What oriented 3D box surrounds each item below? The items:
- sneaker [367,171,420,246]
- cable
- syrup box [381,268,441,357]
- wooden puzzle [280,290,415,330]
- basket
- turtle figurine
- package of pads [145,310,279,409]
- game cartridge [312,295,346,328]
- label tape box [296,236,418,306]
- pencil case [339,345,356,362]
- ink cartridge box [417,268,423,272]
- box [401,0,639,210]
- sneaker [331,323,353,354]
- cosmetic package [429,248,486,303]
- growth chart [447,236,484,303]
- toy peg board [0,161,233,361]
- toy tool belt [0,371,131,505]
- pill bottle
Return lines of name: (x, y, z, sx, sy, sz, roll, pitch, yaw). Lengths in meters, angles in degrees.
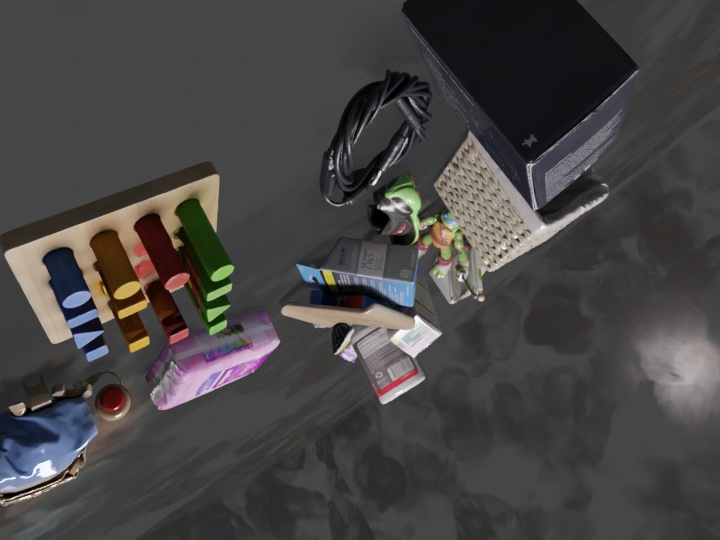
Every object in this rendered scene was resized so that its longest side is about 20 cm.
sneaker: (0.050, -0.091, 0.903, 0.081, 0.079, 0.201, -16, 160, 0)
cable: (0.025, -0.156, 0.680, 0.160, 0.051, 0.201, -30, 162, -21)
syrup box: (0.096, 0.068, 1.175, 0.081, 0.203, 0.079, 36, 116, -27)
wooden puzzle: (-0.018, 0.072, 1.038, 0.194, 0.048, 0.184, -2, 166, 30)
basket: (0.262, -0.138, 0.952, 0.194, 0.204, 0.162, -23, 163, -33)
turtle figurine: (0.138, -0.030, 1.107, 0.138, 0.208, 0.195, 2, 164, -2)
package of pads: (-0.238, 0.142, 0.925, 0.197, 0.077, 0.120, -16, 158, -49)
game cartridge: (-0.014, 0.041, 1.178, 0.130, 0.042, 0.201, -18, 156, -39)
label tape box: (0.000, 0.000, 0.971, 0.192, 0.069, 0.144, 10, 163, 8)
pencil case: (0.018, 0.146, 1.432, 0.199, 0.085, 0.084, -43, -168, 21)
ink cartridge box: (0.106, 0.096, 1.362, 0.093, 0.036, 0.207, 11, 97, -53)
box: (0.160, -0.193, 0.584, 0.123, 0.203, 0.196, -39, 164, 13)
sneaker: (-0.003, 0.140, 1.354, 0.079, 0.076, 0.200, 18, 134, -29)
cosmetic package: (0.251, -0.009, 1.452, 0.083, 0.109, 0.201, -28, 164, -18)
growth chart: (0.206, -0.006, 1.157, 0.017, 0.151, 0.200, 0, 173, -8)
toy peg board: (-0.220, 0.019, 0.580, 0.195, 0.099, 0.201, -27, 161, -28)
toy tool belt: (-0.377, 0.194, 0.703, 0.196, 0.128, 0.123, -27, 171, -29)
pill bottle: (0.044, 0.161, 1.192, 0.108, 0.205, 0.111, -27, 168, -6)
